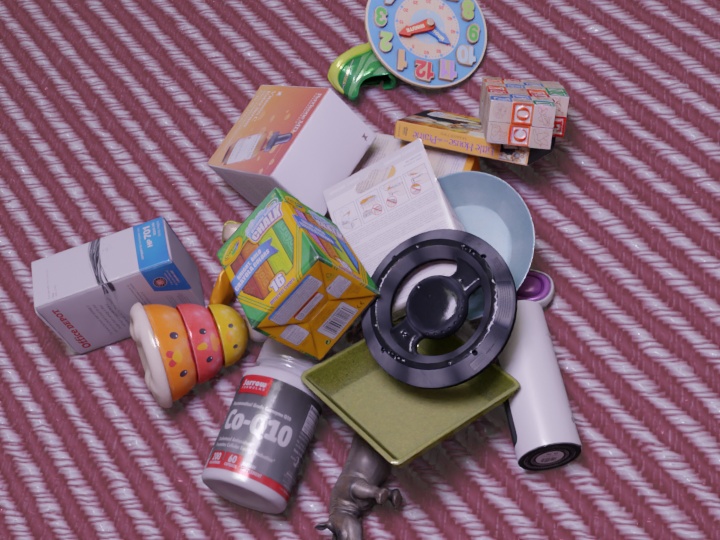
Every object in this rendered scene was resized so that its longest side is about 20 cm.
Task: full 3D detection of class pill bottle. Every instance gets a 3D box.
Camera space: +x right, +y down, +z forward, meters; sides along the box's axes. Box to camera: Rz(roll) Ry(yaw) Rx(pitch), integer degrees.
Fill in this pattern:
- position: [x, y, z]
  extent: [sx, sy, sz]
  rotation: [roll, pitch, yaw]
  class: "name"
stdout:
- position: [-0.114, 0.193, 1.309]
  extent: [0.113, 0.114, 0.201]
  rotation: [11, 63, 20]
  class: "pill bottle"

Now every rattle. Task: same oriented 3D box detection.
- position: [-0.103, 0.002, 1.453]
  extent: [0.198, 0.130, 0.144]
  rotation: [11, 71, -10]
  class: "rattle"

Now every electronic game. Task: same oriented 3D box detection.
- position: [0.094, 0.045, 1.258]
  extent: [0.198, 0.042, 0.202]
  rotation: [-8, 68, 22]
  class: "electronic game"

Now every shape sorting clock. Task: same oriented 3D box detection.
- position: [0.103, -0.376, 1.590]
  extent: [0.198, 0.039, 0.202]
  rotation: [3, 80, -15]
  class: "shape sorting clock"

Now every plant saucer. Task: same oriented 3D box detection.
- position: [0.059, 0.152, 1.270]
  extent: [0.199, 0.048, 0.199]
  rotation: [-27, 41, -26]
  class: "plant saucer"
- position: [0.136, -0.029, 1.353]
  extent: [0.199, 0.039, 0.203]
  rotation: [-7, 73, 24]
  class: "plant saucer"

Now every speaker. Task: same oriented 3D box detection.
- position: [0.212, 0.139, 1.281]
  extent: [0.080, 0.081, 0.201]
  rotation: [-13, 58, 6]
  class: "speaker"

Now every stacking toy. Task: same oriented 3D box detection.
- position: [-0.205, 0.089, 1.405]
  extent: [0.198, 0.147, 0.147]
  rotation: [-18, 55, -17]
  class: "stacking toy"

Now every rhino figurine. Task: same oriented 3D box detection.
- position: [0.005, 0.268, 1.266]
  extent: [0.087, 0.060, 0.201]
  rotation: [7, 61, 37]
  class: "rhino figurine"

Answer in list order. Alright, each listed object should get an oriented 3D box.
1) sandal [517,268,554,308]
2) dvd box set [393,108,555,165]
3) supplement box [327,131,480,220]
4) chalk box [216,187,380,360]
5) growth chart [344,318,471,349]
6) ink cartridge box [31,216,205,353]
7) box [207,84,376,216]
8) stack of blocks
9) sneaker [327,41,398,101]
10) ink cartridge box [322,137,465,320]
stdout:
- position: [0.160, 0.007, 1.386]
  extent: [0.201, 0.050, 0.083]
  rotation: [3, 52, 10]
  class: "sandal"
- position: [0.165, -0.192, 1.471]
  extent: [0.198, 0.030, 0.146]
  rotation: [15, 20, 22]
  class: "dvd box set"
- position: [0.060, -0.118, 1.478]
  extent: [0.198, 0.074, 0.127]
  rotation: [14, 63, 19]
  class: "supplement box"
- position: [-0.089, -0.010, 1.306]
  extent: [0.125, 0.124, 0.200]
  rotation: [-48, 44, 13]
  class: "chalk box"
- position: [0.071, 0.108, 1.373]
  extent: [0.145, 0.018, 0.200]
  rotation: [-42, 59, -12]
  class: "growth chart"
- position: [-0.337, 0.024, 1.447]
  extent: [0.198, 0.147, 0.086]
  rotation: [-18, 58, 3]
  class: "ink cartridge box"
- position: [-0.101, -0.172, 1.475]
  extent: [0.199, 0.106, 0.153]
  rotation: [15, 69, 54]
  class: "box"
- position: [0.228, -0.221, 1.429]
  extent: [0.114, 0.059, 0.200]
  rotation: [5, 20, 2]
  class: "stack of blocks"
- position: [0.043, -0.331, 1.625]
  extent: [0.199, 0.074, 0.084]
  rotation: [-34, 85, -13]
  class: "sneaker"
- position: [0.051, -0.048, 1.352]
  extent: [0.160, 0.050, 0.201]
  rotation: [-27, 64, 17]
  class: "ink cartridge box"
